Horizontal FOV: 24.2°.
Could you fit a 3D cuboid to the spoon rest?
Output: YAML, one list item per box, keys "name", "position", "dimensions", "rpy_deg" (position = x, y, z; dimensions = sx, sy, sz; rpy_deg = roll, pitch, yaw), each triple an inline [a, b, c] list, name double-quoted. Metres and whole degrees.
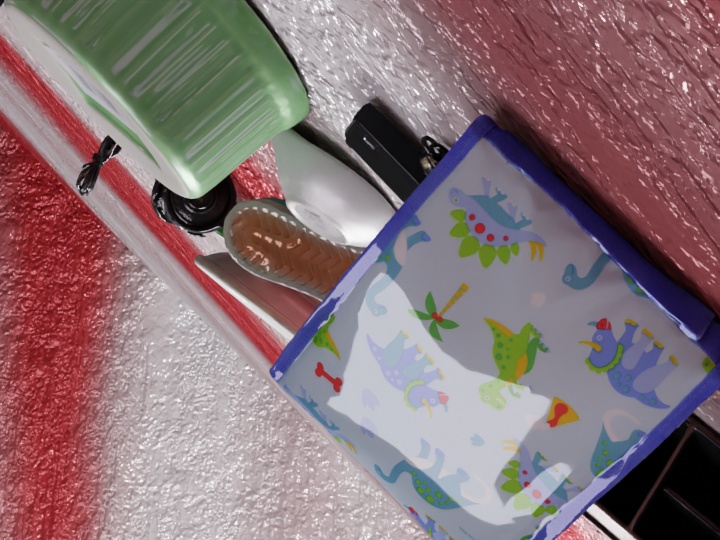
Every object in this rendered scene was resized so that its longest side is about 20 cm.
- name: "spoon rest"
  position: [-0.052, -0.075, 1.173]
  dimensions: [0.199, 0.061, 0.099]
  rpy_deg: [26, 165, 25]

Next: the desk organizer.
- name: "desk organizer"
  position: [0.193, 0.141, 0.938]
  dimensions: [0.200, 0.072, 0.077]
  rpy_deg: [40, 167, 31]

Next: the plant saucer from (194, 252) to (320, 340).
- name: "plant saucer"
  position: [-0.075, 0.034, 1.681]
  dimensions: [0.200, 0.050, 0.200]
  rpy_deg: [39, 175, 4]

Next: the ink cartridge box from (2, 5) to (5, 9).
- name: "ink cartridge box"
  position: [-0.276, -0.211, 1.589]
  dimensions: [0.200, 0.039, 0.099]
  rpy_deg: [49, 171, -26]

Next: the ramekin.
- name: "ramekin"
  position: [-0.135, -0.140, 1.079]
  dimensions: [0.200, 0.098, 0.200]
  rpy_deg: [44, 171, 9]

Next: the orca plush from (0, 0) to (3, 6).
- name: "orca plush"
  position: [-0.286, -0.247, 1.367]
  dimensions: [0.105, 0.071, 0.200]
  rpy_deg: [47, 171, -12]

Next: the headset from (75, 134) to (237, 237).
- name: "headset"
  position: [-0.167, -0.059, 1.589]
  dimensions: [0.200, 0.094, 0.123]
  rpy_deg: [37, 174, -19]

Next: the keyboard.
- name: "keyboard"
  position: [0.069, -0.019, 0.952]
  dimensions: [0.200, 0.021, 0.127]
  rpy_deg: [45, 172, -3]

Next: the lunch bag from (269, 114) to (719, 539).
- name: "lunch bag"
  position: [0.075, 0.035, 0.840]
  dimensions: [0.170, 0.127, 0.200]
  rpy_deg: [43, 141, 5]

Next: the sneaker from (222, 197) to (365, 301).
- name: "sneaker"
  position: [0.000, 0.000, 1.225]
  dimensions: [0.199, 0.072, 0.080]
  rpy_deg: [31, -158, 13]
